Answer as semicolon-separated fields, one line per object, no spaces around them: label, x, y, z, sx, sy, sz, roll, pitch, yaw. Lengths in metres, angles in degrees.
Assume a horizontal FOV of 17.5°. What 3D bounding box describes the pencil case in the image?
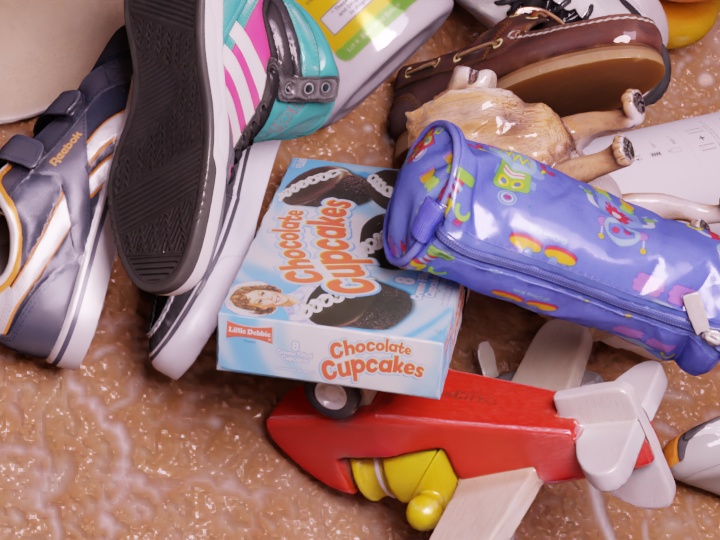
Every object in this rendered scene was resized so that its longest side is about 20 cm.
pencil case;0.112;-0.008;1.200;0.200;0.078;0.087;20;21;-14

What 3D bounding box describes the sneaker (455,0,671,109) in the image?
sneaker;0.097;-0.158;1.376;0.200;0.074;0.080;35;13;-4

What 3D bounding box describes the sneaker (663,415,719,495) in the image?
sneaker;0.271;0.137;1.376;0.200;0.076;0.092;9;67;-20

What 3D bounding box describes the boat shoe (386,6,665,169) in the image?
boat shoe;0.088;-0.115;1.331;0.070;0.200;0.071;19;64;-41

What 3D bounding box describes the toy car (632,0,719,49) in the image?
toy car;0.161;-0.233;1.450;0.200;0.150;0.175;40;57;-3

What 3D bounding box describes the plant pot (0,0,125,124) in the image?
plant pot;-0.207;-0.214;1.267;0.187;0.187;0.200;-32;70;-33

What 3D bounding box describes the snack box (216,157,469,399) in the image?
snack box;0.000;0.000;1.249;0.116;0.037;0.200;7;27;7

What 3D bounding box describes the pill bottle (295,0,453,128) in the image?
pill bottle;-0.051;-0.190;1.352;0.200;0.111;0.111;48;56;1

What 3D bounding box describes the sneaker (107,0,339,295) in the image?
sneaker;-0.068;-0.075;1.227;0.121;0.083;0.201;19;68;-48

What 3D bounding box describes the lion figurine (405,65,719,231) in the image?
lion figurine;0.121;-0.041;1.286;0.200;0.122;0.073;45;42;-35

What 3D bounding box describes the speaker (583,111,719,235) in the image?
speaker;0.163;-0.045;1.404;0.200;0.081;0.081;-14;73;-30

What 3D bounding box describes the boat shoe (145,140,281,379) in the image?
boat shoe;-0.093;-0.034;1.279;0.068;0.074;0.200;27;57;-15

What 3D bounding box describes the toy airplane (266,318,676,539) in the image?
toy airplane;0.072;0.105;1.249;0.200;0.141;0.199;-17;35;-20

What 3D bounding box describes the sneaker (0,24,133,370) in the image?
sneaker;-0.160;-0.052;1.246;0.079;0.078;0.200;18;67;-12

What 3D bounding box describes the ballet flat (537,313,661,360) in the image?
ballet flat;0.195;0.022;1.395;0.200;0.067;0.063;-12;83;-32
